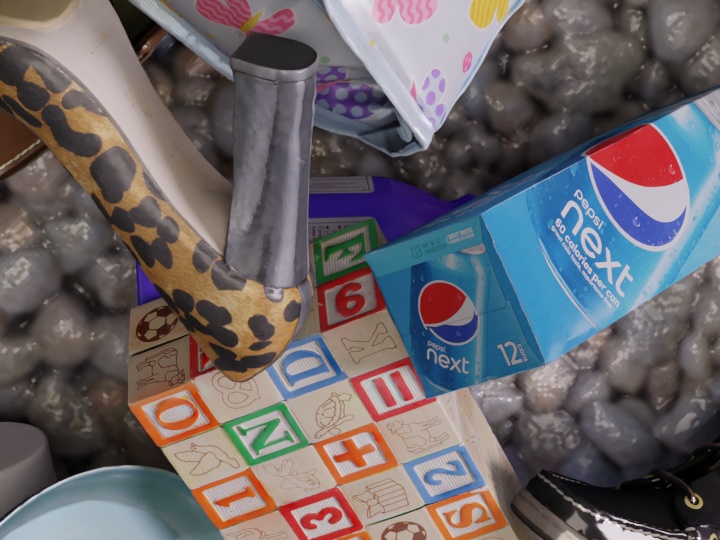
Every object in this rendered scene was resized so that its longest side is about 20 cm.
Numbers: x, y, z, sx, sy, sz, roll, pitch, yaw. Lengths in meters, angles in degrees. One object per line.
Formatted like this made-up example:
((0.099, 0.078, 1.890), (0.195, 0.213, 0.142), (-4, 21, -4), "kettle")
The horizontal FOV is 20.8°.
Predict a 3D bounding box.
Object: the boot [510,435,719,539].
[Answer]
((0.172, 0.082, 0.884), (0.199, 0.073, 0.151), (22, 100, -31), "boot")

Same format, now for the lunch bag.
((-0.013, -0.165, 0.742), (0.200, 0.127, 0.170), (39, 68, -11), "lunch bag")

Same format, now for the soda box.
((0.096, -0.017, 0.805), (0.068, 0.200, 0.064), (-20, 96, 45), "soda box")

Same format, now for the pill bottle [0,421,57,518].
((-0.163, 0.176, 0.880), (0.111, 0.111, 0.201), (-8, 106, -2), "pill bottle")

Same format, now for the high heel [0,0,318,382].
((-0.109, -0.037, 0.748), (0.199, 0.071, 0.143), (17, 123, 19), "high heel")

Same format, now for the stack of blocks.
((-0.006, 0.083, 0.854), (0.115, 0.059, 0.200), (-21, 129, 12), "stack of blocks")

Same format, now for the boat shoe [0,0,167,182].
((-0.123, -0.106, 0.827), (0.200, 0.074, 0.076), (-45, 106, 7), "boat shoe")

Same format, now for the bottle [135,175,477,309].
((0.000, 0.000, 0.869), (0.199, 0.065, 0.084), (-2, 114, -4), "bottle")

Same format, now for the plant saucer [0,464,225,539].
((-0.117, 0.180, 0.829), (0.200, 0.027, 0.201), (-9, 102, -46), "plant saucer")
